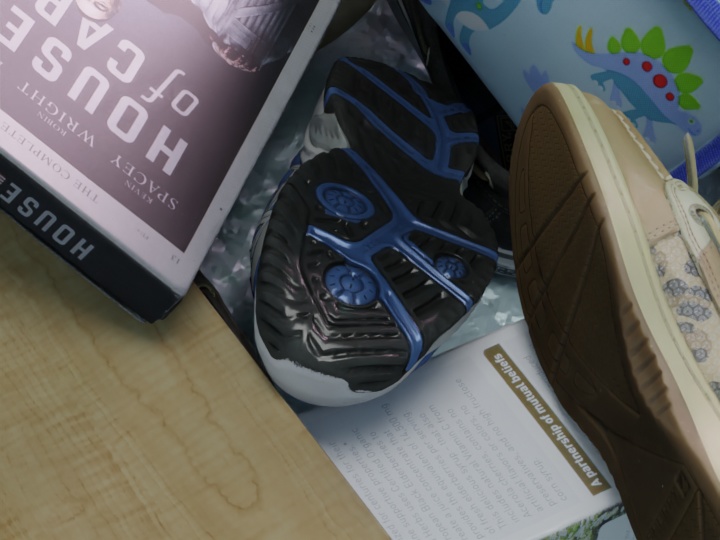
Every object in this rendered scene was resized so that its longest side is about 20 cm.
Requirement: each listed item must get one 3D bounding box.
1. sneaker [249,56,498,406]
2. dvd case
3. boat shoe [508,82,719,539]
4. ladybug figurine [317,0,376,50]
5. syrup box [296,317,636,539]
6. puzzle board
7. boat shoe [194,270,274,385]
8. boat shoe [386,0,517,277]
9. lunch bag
[{"bbox_3d":[0.000,0.000,0.831,0.076,0.077,0.200,24,25,-2],"label":"sneaker"},{"bbox_3d":[-0.086,-0.094,0.806,0.150,0.025,0.200,39,40,-13],"label":"dvd case"},{"bbox_3d":[0.101,0.028,0.759,0.063,0.073,0.200,-10,62,-22],"label":"boat shoe"},{"bbox_3d":[-0.071,-0.144,0.974,0.136,0.072,0.200,3,35,-42],"label":"ladybug figurine"},{"bbox_3d":[0.028,0.081,0.799,0.200,0.079,0.081,-21,55,-22],"label":"syrup box"},{"bbox_3d":[-0.097,0.063,0.746,0.151,0.017,0.200,-30,56,-16],"label":"puzzle board"},{"bbox_3d":[-0.088,0.012,0.861,0.065,0.073,0.200,5,35,-36],"label":"boat shoe"},{"bbox_3d":[0.051,-0.093,0.949,0.069,0.057,0.200,-7,59,-9],"label":"boat shoe"},{"bbox_3d":[0.113,-0.133,0.838,0.170,0.200,0.127,52,40,2],"label":"lunch bag"}]
